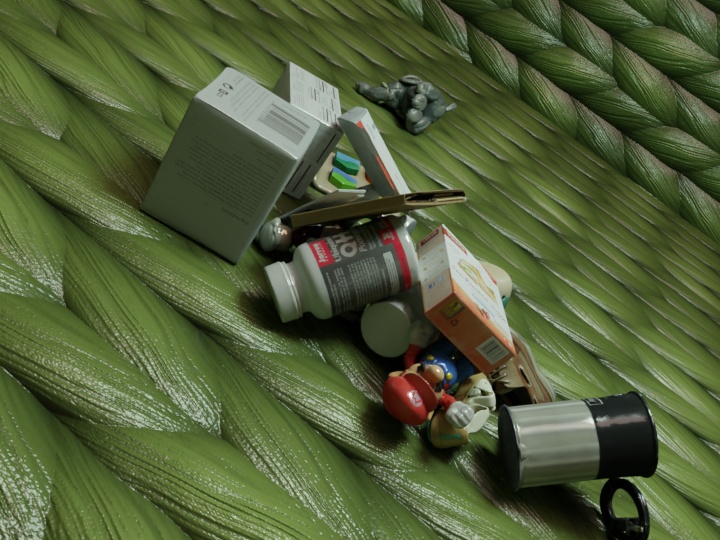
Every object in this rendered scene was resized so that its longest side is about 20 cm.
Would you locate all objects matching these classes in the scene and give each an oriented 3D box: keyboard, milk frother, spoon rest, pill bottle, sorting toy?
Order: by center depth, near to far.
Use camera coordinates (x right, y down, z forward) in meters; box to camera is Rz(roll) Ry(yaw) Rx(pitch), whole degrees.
[{"bbox_3d":[0.295,0.280,1.093,0.188,0.181,0.200,-5,68,-2],"label":"milk frother"},{"bbox_3d":[-0.027,0.003,1.110,0.200,0.111,0.111,-19,48,-10],"label":"pill bottle"},{"bbox_3d":[0.081,0.060,1.216,0.113,0.113,0.200,41,28,12],"label":"pill bottle"},{"bbox_3d":[-0.077,-0.092,1.224,0.056,0.200,0.011,4,73,-42],"label":"keyboard"},{"bbox_3d":[-0.034,-0.109,1.394,0.061,0.099,0.200,52,38,6],"label":"spoon rest"},{"bbox_3d":[0.000,-0.174,1.588,0.200,0.036,0.185,28,28,-13],"label":"sorting toy"}]

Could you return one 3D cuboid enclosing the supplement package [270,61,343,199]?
[{"bbox_3d":[-0.121,-0.257,1.455,0.111,0.156,0.200,27,28,-21],"label":"supplement package"}]

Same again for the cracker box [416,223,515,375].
[{"bbox_3d":[0.146,0.036,1.131,0.134,0.058,0.200,44,21,-22],"label":"cracker box"}]

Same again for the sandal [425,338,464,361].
[{"bbox_3d":[0.161,0.115,1.269,0.201,0.057,0.080,-14,93,-43],"label":"sandal"}]

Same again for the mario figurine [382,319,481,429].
[{"bbox_3d":[0.108,0.135,1.064,0.123,0.106,0.200,11,24,28],"label":"mario figurine"}]

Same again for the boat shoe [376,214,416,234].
[{"bbox_3d":[0.040,-0.057,1.331,0.065,0.074,0.200,38,-16,3],"label":"boat shoe"}]

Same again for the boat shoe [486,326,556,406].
[{"bbox_3d":[0.228,0.156,1.223,0.200,0.076,0.072,50,50,-12],"label":"boat shoe"}]

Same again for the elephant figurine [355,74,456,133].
[{"bbox_3d":[0.116,-0.456,2.086,0.200,0.142,0.155,36,-7,39],"label":"elephant figurine"}]

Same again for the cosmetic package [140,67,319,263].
[{"bbox_3d":[-0.188,-0.155,1.170,0.165,0.200,0.165,31,28,-8],"label":"cosmetic package"}]

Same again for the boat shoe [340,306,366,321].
[{"bbox_3d":[0.000,0.000,1.272,0.075,0.068,0.200,27,28,-15],"label":"boat shoe"}]

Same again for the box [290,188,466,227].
[{"bbox_3d":[0.025,-0.089,1.137,0.163,0.200,0.021,-12,94,-53],"label":"box"}]

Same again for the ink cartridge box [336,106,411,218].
[{"bbox_3d":[0.037,-0.180,1.294,0.163,0.057,0.200,60,-8,-20],"label":"ink cartridge box"}]

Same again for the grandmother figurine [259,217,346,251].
[{"bbox_3d":[-0.058,-0.046,1.218,0.200,0.061,0.121,4,3,8],"label":"grandmother figurine"}]

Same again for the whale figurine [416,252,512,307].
[{"bbox_3d":[0.168,0.027,1.412,0.200,0.104,0.159,23,17,38],"label":"whale figurine"}]

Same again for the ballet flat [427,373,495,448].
[{"bbox_3d":[0.159,0.196,1.131,0.200,0.063,0.069,-37,117,-56],"label":"ballet flat"}]
